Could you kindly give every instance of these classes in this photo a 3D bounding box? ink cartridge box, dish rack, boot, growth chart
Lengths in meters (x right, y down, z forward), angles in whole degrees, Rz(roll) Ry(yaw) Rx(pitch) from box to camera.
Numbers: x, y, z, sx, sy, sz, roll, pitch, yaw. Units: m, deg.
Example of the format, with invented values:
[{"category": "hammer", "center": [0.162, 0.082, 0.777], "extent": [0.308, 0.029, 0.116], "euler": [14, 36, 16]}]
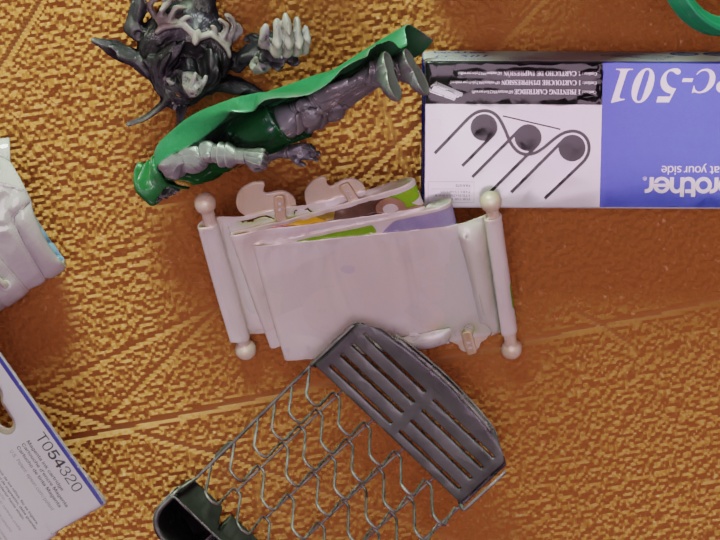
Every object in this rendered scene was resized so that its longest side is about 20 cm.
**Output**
[{"category": "ink cartridge box", "center": [0.137, -0.088, 1.674], "extent": [0.200, 0.044, 0.094], "euler": [1, 103, 0]}, {"category": "dish rack", "center": [-0.014, 0.138, 1.704], "extent": [0.153, 0.055, 0.200], "euler": [43, 108, -8]}, {"category": "ink cartridge box", "center": [-0.280, 0.104, 1.692], "extent": [0.200, 0.043, 0.197], "euler": [-30, 99, 24]}, {"category": "boot", "center": [-0.263, -0.065, 1.679], "extent": [0.095, 0.074, 0.200], "euler": [-29, 108, 0]}, {"category": "growth chart", "center": [0.000, 0.000, 1.682], "extent": [0.200, 0.018, 0.145], "euler": [-2, 124, 2]}]

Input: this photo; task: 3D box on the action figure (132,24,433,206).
[{"category": "action figure", "center": [-0.057, -0.086, 1.641], "extent": [0.200, 0.118, 0.055], "euler": [-22, 86, 27]}]

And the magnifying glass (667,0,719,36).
[{"category": "magnifying glass", "center": [0.178, -0.220, 1.603], "extent": [0.200, 0.022, 0.080], "euler": [47, 63, -27]}]

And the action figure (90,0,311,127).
[{"category": "action figure", "center": [-0.089, -0.168, 1.633], "extent": [0.119, 0.102, 0.200], "euler": [16, 102, -15]}]
